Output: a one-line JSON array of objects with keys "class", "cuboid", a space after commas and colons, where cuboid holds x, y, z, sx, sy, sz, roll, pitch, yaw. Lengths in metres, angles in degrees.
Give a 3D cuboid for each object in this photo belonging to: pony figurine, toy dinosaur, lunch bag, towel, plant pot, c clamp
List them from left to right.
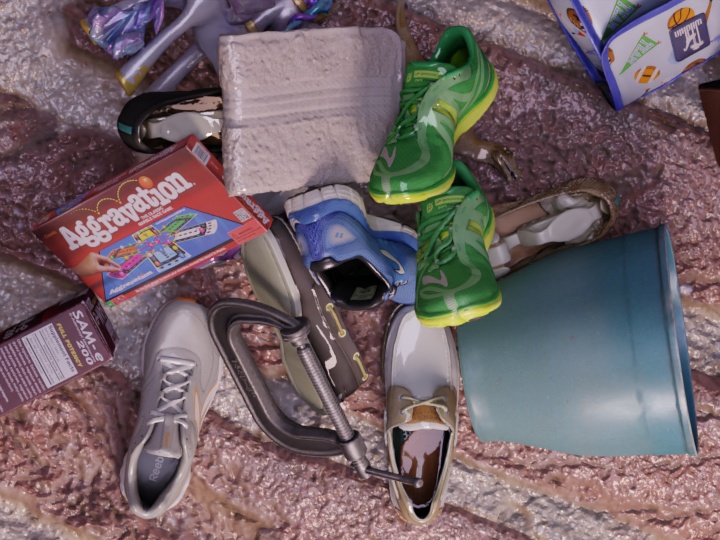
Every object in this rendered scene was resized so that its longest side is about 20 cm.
[{"class": "pony figurine", "cuboid": [-0.130, -0.228, 1.621, 0.200, 0.167, 0.193, -33, 130, -4]}, {"class": "c clamp", "cuboid": [-0.046, 0.102, 1.650, 0.027, 0.171, 0.200, -46, 118, -35]}, {"class": "towel", "cuboid": [-0.034, -0.132, 1.568, 0.200, 0.034, 0.133, -10, 101, -43]}, {"class": "toy dinosaur", "cuboid": [0.058, -0.145, 1.687, 0.101, 0.058, 0.200, -40, 105, -14]}, {"class": "plant pot", "cuboid": [0.185, 0.070, 1.652, 0.188, 0.200, 0.200, -8, 97, 12]}, {"class": "lunch bag", "cuboid": [0.247, -0.259, 1.649, 0.170, 0.124, 0.200, -30, 112, 0]}]

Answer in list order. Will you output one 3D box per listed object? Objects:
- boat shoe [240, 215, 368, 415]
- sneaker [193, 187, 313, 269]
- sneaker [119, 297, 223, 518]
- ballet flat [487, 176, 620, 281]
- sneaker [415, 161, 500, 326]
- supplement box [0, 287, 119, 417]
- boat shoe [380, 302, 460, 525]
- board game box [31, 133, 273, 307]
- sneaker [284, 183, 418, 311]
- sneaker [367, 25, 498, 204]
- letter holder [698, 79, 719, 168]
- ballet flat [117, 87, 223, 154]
[{"class": "boat shoe", "cuboid": [-0.047, 0.031, 1.661, 0.061, 0.072, 0.201, -33, 125, -23]}, {"class": "sneaker", "cuboid": [-0.089, -0.086, 1.674, 0.200, 0.075, 0.100, -44, 83, -2]}, {"class": "sneaker", "cuboid": [-0.163, 0.124, 1.671, 0.076, 0.092, 0.200, 9, 95, -6]}, {"class": "ballet flat", "cuboid": [0.138, -0.030, 1.690, 0.200, 0.065, 0.071, -26, 100, -1]}, {"class": "sneaker", "cuboid": [0.072, -0.022, 1.585, 0.074, 0.200, 0.084, -16, 121, 11]}, {"class": "supplement box", "cuboid": [-0.311, 0.089, 1.648, 0.200, 0.109, 0.061, -27, 97, -2]}, {"class": "boat shoe", "cuboid": [0.057, 0.127, 1.700, 0.075, 0.068, 0.200, -3, 96, -4]}, {"class": "board game box", "cuboid": [-0.178, -0.039, 1.616, 0.200, 0.019, 0.103, -25, 119, 37]}, {"class": "sneaker", "cuboid": [0.000, 0.000, 1.619, 0.079, 0.200, 0.089, -17, 66, 25]}, {"class": "sneaker", "cuboid": [0.051, -0.129, 1.581, 0.074, 0.200, 0.084, -1, 132, 28]}, {"class": "letter holder", "cuboid": [0.374, -0.100, 1.633, 0.101, 0.200, 0.142, -14, 98, -3]}, {"class": "ballet flat", "cuboid": [-0.101, -0.122, 1.591, 0.200, 0.068, 0.068, -9, 104, -9]}]
